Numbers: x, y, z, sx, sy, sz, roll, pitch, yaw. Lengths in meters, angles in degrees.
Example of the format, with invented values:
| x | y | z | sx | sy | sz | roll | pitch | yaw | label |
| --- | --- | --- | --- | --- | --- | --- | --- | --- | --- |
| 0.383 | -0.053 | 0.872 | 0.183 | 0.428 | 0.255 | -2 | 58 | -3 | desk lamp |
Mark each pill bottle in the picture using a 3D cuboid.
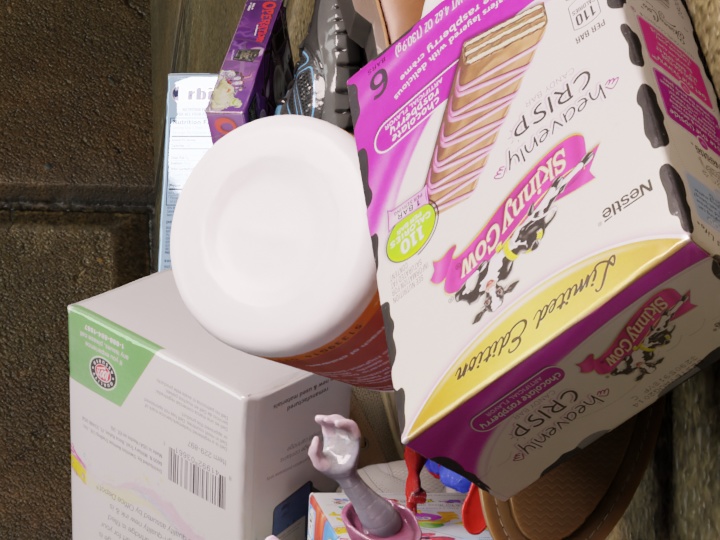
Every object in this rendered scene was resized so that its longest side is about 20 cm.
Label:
| x | y | z | sx | sy | sz | roll | pitch | yaw | label |
| --- | --- | --- | --- | --- | --- | --- | --- | --- | --- |
| 0.000 | 0.000 | 1.004 | 0.200 | 0.112 | 0.113 | 24 | -118 | -63 | pill bottle |

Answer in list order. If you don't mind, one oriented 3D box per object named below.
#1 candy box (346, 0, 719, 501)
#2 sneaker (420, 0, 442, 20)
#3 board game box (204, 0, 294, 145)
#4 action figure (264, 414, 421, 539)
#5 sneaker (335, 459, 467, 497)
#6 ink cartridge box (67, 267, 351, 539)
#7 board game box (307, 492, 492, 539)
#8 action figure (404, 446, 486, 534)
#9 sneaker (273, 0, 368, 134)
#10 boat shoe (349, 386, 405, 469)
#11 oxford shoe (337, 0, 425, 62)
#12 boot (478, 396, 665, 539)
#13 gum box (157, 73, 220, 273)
| x | y | z | sx | sy | sz | roll | pitch | yaw | label |
| --- | --- | --- | --- | --- | --- | --- | --- | --- | --- |
| 0.069 | -0.033 | 0.777 | 0.136 | 0.061 | 0.200 | -38 | 40 | 27 | candy box |
| 0.065 | -0.141 | 1.019 | 0.088 | 0.075 | 0.201 | -52 | -30 | -86 | sneaker |
| -0.057 | -0.054 | 1.290 | 0.120 | 0.032 | 0.200 | -70 | -22 | -46 | board game box |
| 0.024 | 0.153 | 0.832 | 0.200 | 0.149 | 0.134 | 20 | 79 | 46 | action figure |
| 0.019 | 0.196 | 1.132 | 0.076 | 0.092 | 0.201 | -142 | 53 | -77 | sneaker |
| -0.087 | 0.120 | 1.147 | 0.145 | 0.087 | 0.201 | 23 | 121 | 36 | ink cartridge box |
| 0.038 | 0.181 | 0.991 | 0.200 | 0.104 | 0.103 | -141 | 53 | -78 | board game box |
| 0.056 | 0.100 | 1.004 | 0.200 | 0.065 | 0.052 | -136 | 58 | -80 | action figure |
| -0.022 | -0.109 | 1.218 | 0.082 | 0.073 | 0.201 | -16 | 55 | 36 | sneaker |
| 0.002 | 0.127 | 1.177 | 0.072 | 0.065 | 0.201 | 17 | 125 | 54 | boat shoe |
| 0.040 | -0.105 | 1.150 | 0.071 | 0.071 | 0.201 | 166 | 90 | -81 | oxford shoe |
| 0.071 | 0.039 | 0.892 | 0.155 | 0.076 | 0.201 | 126 | 146 | -70 | boot |
| -0.086 | -0.013 | 1.321 | 0.170 | 0.044 | 0.201 | 25 | -112 | -77 | gum box |
